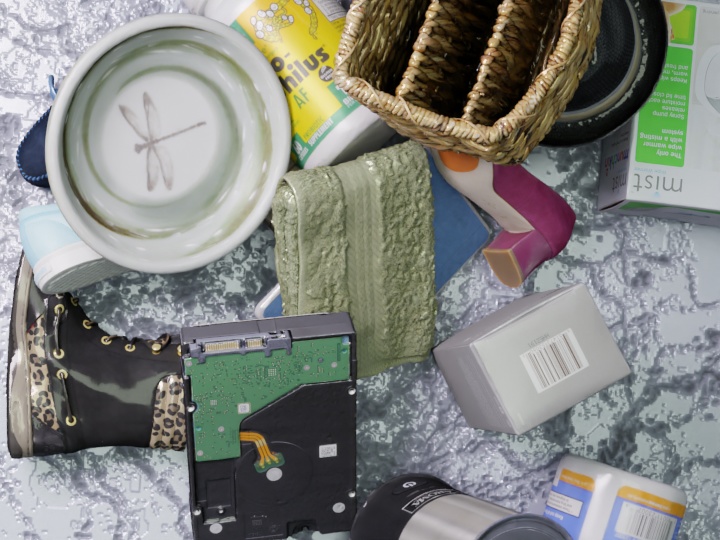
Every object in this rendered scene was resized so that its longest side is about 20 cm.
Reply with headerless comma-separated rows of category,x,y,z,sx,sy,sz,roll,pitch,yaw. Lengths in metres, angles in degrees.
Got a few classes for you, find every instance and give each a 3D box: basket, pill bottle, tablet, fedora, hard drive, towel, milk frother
basket,0.090,-0.190,1.216,0.142,0.149,0.201,19,85,26
pill bottle,-0.057,-0.179,1.348,0.113,0.113,0.200,-38,82,-7
tablet,0.013,0.000,1.376,0.200,0.014,0.130,-46,129,-7
pill bottle,0.191,0.262,1.368,0.111,0.112,0.201,19,86,-5
fedora,0.149,-0.200,1.329,0.199,0.092,0.202,-2,84,16
hard drive,-0.073,0.130,1.330,0.139,0.038,0.201,-6,122,-9
towel,0.000,0.000,1.336,0.148,0.036,0.201,-18,120,-27
milk frother,0.076,0.285,1.308,0.180,0.188,0.201,-34,106,-18

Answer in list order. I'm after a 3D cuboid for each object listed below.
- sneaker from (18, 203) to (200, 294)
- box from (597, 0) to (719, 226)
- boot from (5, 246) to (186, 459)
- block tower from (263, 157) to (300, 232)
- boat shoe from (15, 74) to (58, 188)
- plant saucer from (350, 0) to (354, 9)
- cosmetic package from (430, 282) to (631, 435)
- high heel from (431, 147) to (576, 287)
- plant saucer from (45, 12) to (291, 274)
sneaker,-0.184,-0.046,1.333,0.199,0.074,0.082,-16,74,-41
box,0.314,-0.128,1.409,0.199,0.097,0.178,7,84,-7
boot,-0.212,0.057,1.352,0.150,0.073,0.201,4,79,-11
block tower,-0.085,-0.084,1.380,0.200,0.058,0.054,45,84,-2
boat shoe,-0.212,-0.142,1.331,0.200,0.069,0.084,-41,73,18
plant saucer,0.088,-0.206,1.415,0.199,0.037,0.201,0,87,-7
cosmetic package,0.132,0.072,1.327,0.106,0.200,0.091,-29,93,-9
high heel,0.123,-0.089,1.367,0.096,0.067,0.201,-44,119,-32
plant saucer,-0.151,-0.100,1.272,0.199,0.050,0.201,-8,108,-26
